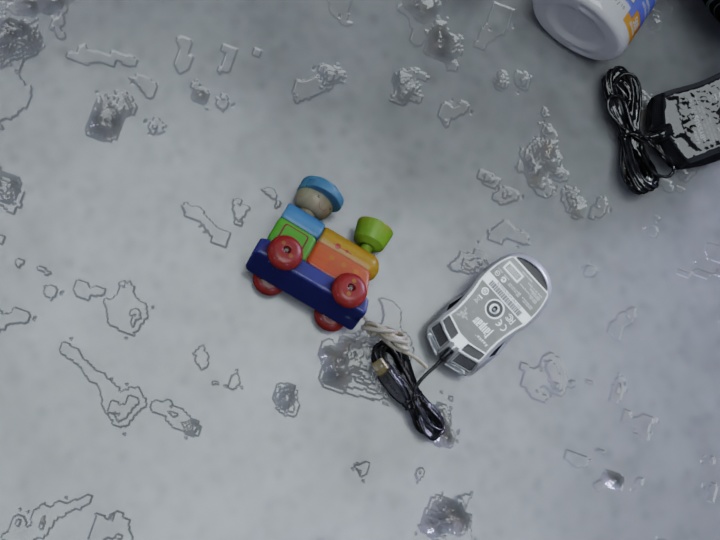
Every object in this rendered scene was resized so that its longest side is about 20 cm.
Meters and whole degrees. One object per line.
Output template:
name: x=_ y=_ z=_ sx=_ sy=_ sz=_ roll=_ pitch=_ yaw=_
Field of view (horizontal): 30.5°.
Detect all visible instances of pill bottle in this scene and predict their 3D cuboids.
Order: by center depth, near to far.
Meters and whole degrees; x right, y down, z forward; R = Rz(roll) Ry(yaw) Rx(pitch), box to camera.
pill bottle: x=0.273 y=-0.327 z=1.363 sx=0.112 sy=0.112 sz=0.201 roll=35 pitch=77 yaw=-2

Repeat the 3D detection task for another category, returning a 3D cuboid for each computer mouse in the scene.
computer mouse: x=0.107 y=0.065 z=1.306 sx=0.200 sy=0.044 sz=0.110 roll=-41 pitch=84 yaw=-8
computer mouse: x=0.357 y=-0.161 z=1.385 sx=0.199 sy=0.053 sz=0.139 roll=-12 pitch=82 yaw=-1

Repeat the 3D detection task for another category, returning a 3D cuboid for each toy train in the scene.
toy train: x=0.000 y=0.000 z=1.283 sx=0.199 sy=0.085 sz=0.116 roll=30 pitch=64 yaw=-4

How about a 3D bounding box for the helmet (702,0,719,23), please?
helmet: x=0.438 y=-0.317 z=1.349 sx=0.198 sy=0.191 sz=0.202 roll=-1 pitch=103 yaw=-2
